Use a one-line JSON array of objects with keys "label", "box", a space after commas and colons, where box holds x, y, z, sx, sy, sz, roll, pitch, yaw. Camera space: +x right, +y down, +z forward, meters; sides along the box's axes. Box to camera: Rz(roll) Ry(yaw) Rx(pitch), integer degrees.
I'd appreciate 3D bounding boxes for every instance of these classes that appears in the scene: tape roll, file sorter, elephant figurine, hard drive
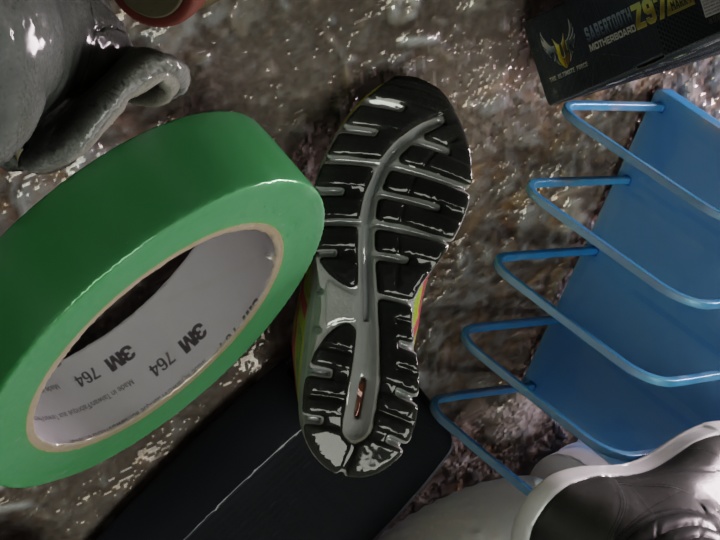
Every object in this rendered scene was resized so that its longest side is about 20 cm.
[{"label": "tape roll", "box": [-0.107, 0.016, 1.018, 0.200, 0.048, 0.201, -38, 161, -15]}, {"label": "file sorter", "box": [0.143, 0.023, 1.191, 0.122, 0.139, 0.201, -4, 124, -48]}, {"label": "elephant figurine", "box": [-0.139, -0.090, 0.890, 0.199, 0.154, 0.143, -23, 114, -53]}, {"label": "hard drive", "box": [-0.043, 0.126, 1.209, 0.200, 0.042, 0.135, -43, 137, -4]}]

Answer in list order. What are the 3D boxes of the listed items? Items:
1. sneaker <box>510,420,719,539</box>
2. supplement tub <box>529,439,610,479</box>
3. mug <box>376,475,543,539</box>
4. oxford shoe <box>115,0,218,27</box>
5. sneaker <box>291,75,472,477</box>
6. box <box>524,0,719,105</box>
[{"label": "sneaker", "box": [0.175, 0.137, 1.126, 0.199, 0.099, 0.071, -9, 126, -44]}, {"label": "supplement tub", "box": [0.214, 0.141, 1.345, 0.199, 0.145, 0.146, -16, 130, -27]}, {"label": "mug", "box": [0.071, 0.223, 1.237, 0.175, 0.201, 0.147, -41, 146, 10]}, {"label": "oxford shoe", "box": [-0.066, -0.208, 0.942, 0.075, 0.070, 0.202, -32, 141, -54]}, {"label": "sneaker", "box": [0.000, 0.000, 1.124, 0.077, 0.090, 0.202, 14, 88, -10]}, {"label": "box", "box": [0.196, -0.142, 1.094, 0.157, 0.200, 0.051, -17, 90, -26]}]
